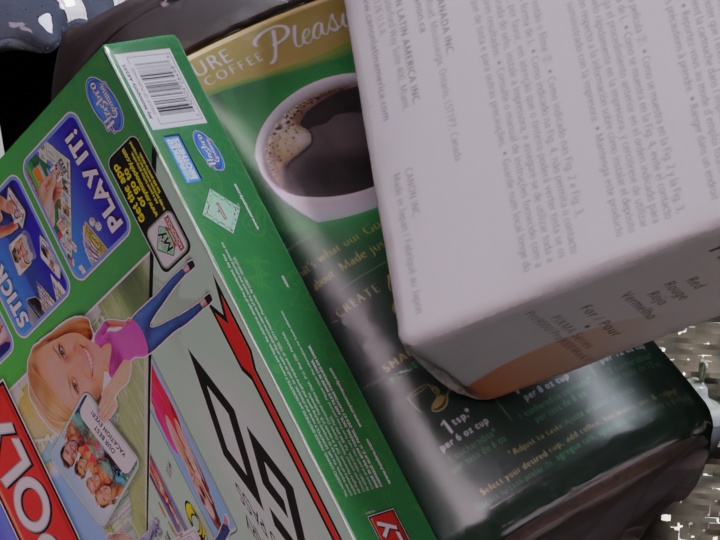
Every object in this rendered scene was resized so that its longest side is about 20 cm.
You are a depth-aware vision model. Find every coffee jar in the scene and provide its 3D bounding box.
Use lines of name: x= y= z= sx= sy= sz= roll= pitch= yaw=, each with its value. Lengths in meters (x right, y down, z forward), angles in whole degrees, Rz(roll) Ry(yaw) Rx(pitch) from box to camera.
coffee jar: x=0.000 y=0.000 z=0.720 sx=0.104 sy=0.085 sz=0.200 roll=-25 pitch=66 yaw=-24

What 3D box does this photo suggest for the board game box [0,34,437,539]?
board game box: x=-0.049 y=0.059 z=0.684 sx=0.029 sy=0.135 sz=0.200 roll=-12 pitch=68 yaw=-46

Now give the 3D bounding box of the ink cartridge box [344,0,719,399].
ink cartridge box: x=0.092 y=-0.076 z=0.639 sx=0.200 sy=0.050 sz=0.162 roll=-20 pitch=60 yaw=20

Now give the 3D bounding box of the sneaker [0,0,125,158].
sneaker: x=-0.158 y=-0.053 z=0.813 sx=0.199 sy=0.080 sz=0.130 roll=-20 pitch=51 yaw=-11

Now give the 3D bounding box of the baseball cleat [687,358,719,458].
baseball cleat: x=0.007 y=0.065 z=0.790 sx=0.200 sy=0.070 sz=0.107 roll=6 pitch=97 yaw=-1
